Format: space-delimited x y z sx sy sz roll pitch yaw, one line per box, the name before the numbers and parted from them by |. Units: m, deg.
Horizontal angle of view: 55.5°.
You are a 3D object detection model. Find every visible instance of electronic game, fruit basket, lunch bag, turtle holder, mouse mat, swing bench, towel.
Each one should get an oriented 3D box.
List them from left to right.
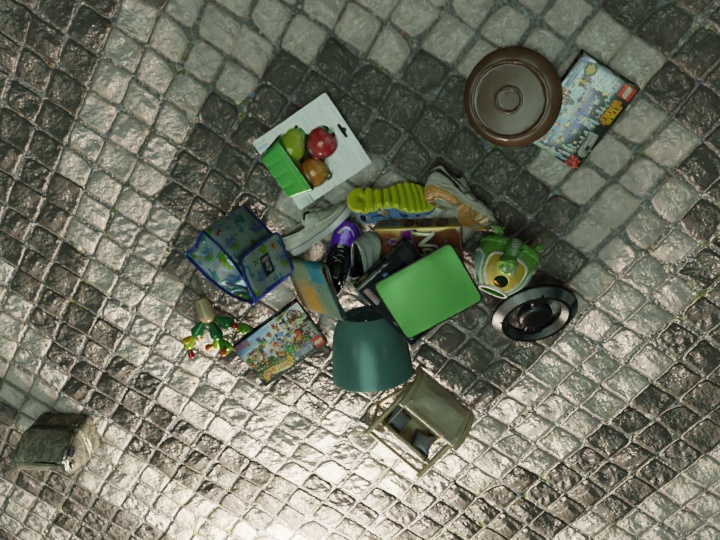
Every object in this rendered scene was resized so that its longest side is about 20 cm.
lunch bag | -0.903 0.525 2.031 0.199 0.168 0.140 0 118 11
lunch bag | -0.267 -0.030 1.578 0.200 0.170 0.127 46 130 1
fruit basket | -0.107 -0.261 1.512 0.200 0.094 0.185 -34 108 9
towel | -0.111 0.038 1.620 0.200 0.022 0.147 12 127 57
swing bench | 0.154 0.389 1.765 0.199 0.130 0.200 41 117 -10
mouse mat | 0.150 0.048 1.513 0.200 0.008 0.161 -29 107 12
turtle holder | 0.321 -0.011 1.480 0.141 0.185 0.132 27 83 -21
electronic game | 0.402 0.100 1.578 0.199 0.042 0.200 -4 138 -3

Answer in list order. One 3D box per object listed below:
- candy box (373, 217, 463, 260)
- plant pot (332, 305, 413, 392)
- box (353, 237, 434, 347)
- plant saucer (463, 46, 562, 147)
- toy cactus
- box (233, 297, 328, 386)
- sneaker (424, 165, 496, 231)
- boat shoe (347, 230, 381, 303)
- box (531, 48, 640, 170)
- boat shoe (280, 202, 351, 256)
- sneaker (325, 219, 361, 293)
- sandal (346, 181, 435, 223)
candy box | 0.136 -0.057 1.574 0.199 0.056 0.117 -2 117 11
plant pot | 0.022 0.178 1.647 0.200 0.201 0.161 -3 106 13
box | 0.108 0.050 1.550 0.159 0.046 0.200 -42 106 5
plant saucer | 0.301 -0.345 1.374 0.200 0.034 0.201 9 112 22
toy cactus | -0.392 0.152 1.782 0.200 0.102 0.165 -14 104 27
box | -0.203 0.183 1.739 0.200 0.038 0.137 -36 106 2
sneaker | 0.227 -0.160 1.492 0.200 0.088 0.076 30 143 -31
boat shoe | 0.001 0.000 1.588 0.070 0.071 0.201 41 142 38
box | 0.441 -0.321 1.380 0.137 0.040 0.200 30 120 -5
boat shoe | -0.108 -0.110 1.591 0.200 0.071 0.070 -31 110 31
sneaker | -0.048 -0.018 1.605 0.069 0.100 0.200 16 120 0
sandal | 0.070 -0.147 1.540 0.199 0.080 0.087 1 155 3
